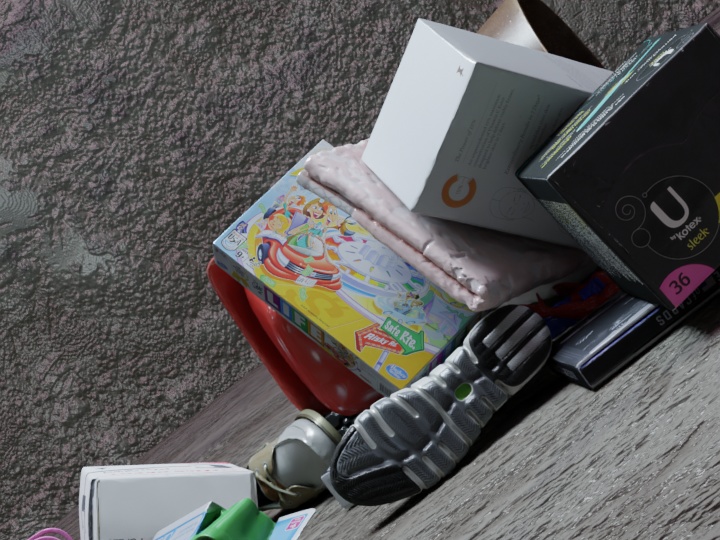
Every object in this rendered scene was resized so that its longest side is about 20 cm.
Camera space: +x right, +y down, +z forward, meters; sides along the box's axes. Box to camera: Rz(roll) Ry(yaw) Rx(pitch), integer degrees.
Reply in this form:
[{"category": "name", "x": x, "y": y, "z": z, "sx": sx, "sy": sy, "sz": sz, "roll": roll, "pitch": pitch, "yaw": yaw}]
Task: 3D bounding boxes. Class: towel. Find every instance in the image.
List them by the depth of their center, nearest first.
[{"category": "towel", "x": 0.070, "y": -0.043, "z": 1.509, "sx": 0.200, "sy": 0.191, "sz": 0.032, "roll": -20, "pitch": -38, "yaw": -57}]

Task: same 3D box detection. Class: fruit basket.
[{"category": "fruit basket", "x": -0.133, "y": 0.249, "z": 1.319, "sx": 0.185, "sy": 0.094, "sz": 0.200, "roll": -33, "pitch": 8, "yaw": 44}]

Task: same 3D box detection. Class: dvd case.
[{"category": "dvd case", "x": 0.227, "y": 0.013, "z": 1.401, "sx": 0.200, "sy": 0.025, "sz": 0.150, "roll": -36, "pitch": 3, "yaw": -3}]

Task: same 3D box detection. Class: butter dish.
[{"category": "butter dish", "x": 0.003, "y": 0.040, "z": 1.609, "sx": 0.200, "sy": 0.200, "sz": 0.148, "roll": -31, "pitch": 30, "yaw": 3}]

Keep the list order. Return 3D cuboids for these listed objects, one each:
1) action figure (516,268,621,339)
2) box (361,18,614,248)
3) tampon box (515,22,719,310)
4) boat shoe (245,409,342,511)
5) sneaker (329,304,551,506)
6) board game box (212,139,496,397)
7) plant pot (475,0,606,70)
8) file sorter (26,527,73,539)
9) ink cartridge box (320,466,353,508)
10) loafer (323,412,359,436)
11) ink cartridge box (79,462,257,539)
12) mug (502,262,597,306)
[{"category": "action figure", "x": 0.164, "y": 0.033, "z": 1.535, "sx": 0.200, "sy": 0.052, "sz": 0.065, "roll": -34, "pitch": -3, "yaw": 36}, {"category": "box", "x": 0.123, "y": -0.101, "z": 1.478, "sx": 0.097, "sy": 0.200, "sz": 0.125, "roll": 48, "pitch": 120, "yaw": 52}, {"category": "tampon box", "x": 0.210, "y": -0.072, "z": 1.332, "sx": 0.150, "sy": 0.126, "sz": 0.200, "roll": -44, "pitch": 4, "yaw": 2}, {"category": "boat shoe", "x": -0.058, "y": 0.179, "z": 1.702, "sx": 0.068, "sy": 0.075, "sz": 0.200, "roll": -41, "pitch": -4, "yaw": -20}, {"category": "sneaker", "x": 0.065, "y": 0.113, "z": 1.456, "sx": 0.200, "sy": 0.075, "sz": 0.116, "roll": -38, "pitch": -10, "yaw": -5}, {"category": "board game box", "x": 0.000, "y": 0.000, "z": 1.524, "sx": 0.134, "sy": 0.200, "sz": 0.034, "roll": -45, "pitch": -21, "yaw": -23}, {"category": "plant pot", "x": 0.121, "y": -0.112, "z": 1.674, "sx": 0.200, "sy": 0.187, "sz": 0.187, "roll": -39, "pitch": 3, "yaw": 19}, {"category": "file sorter", "x": -0.292, "y": 0.318, "z": 1.678, "sx": 0.139, "sy": 0.126, "sz": 0.200, "roll": -37, "pitch": 3, "yaw": -3}, {"category": "ink cartridge box", "x": 0.047, "y": 0.123, "z": 1.616, "sx": 0.099, "sy": 0.039, "sz": 0.200, "roll": -36, "pitch": 3, "yaw": 30}, {"category": "loafer", "x": 0.031, "y": 0.104, "z": 1.757, "sx": 0.200, "sy": 0.068, "sz": 0.070, "roll": -33, "pitch": -5, "yaw": 18}, {"category": "ink cartridge box", "x": -0.174, "y": 0.216, "z": 1.702, "sx": 0.145, "sy": 0.085, "sz": 0.200, "roll": -1, "pitch": -1, "yaw": -11}, {"category": "mug", "x": 0.176, "y": -0.043, "z": 1.830, "sx": 0.200, "sy": 0.148, "sz": 0.175, "roll": -5, "pitch": -1, "yaw": -29}]
